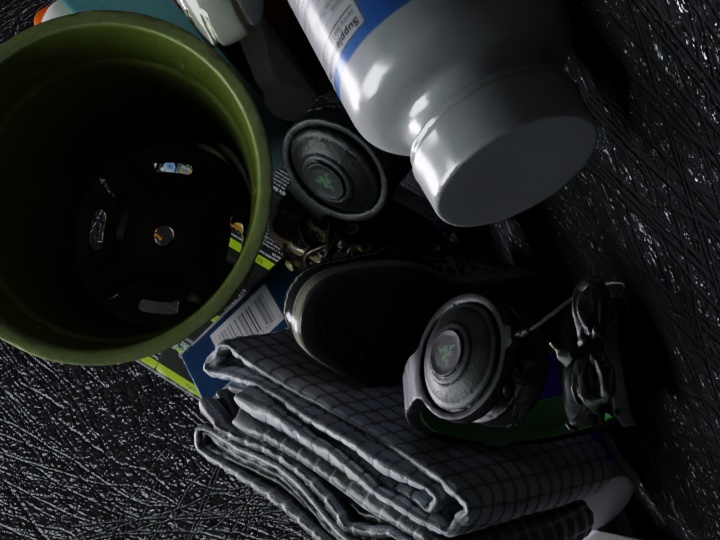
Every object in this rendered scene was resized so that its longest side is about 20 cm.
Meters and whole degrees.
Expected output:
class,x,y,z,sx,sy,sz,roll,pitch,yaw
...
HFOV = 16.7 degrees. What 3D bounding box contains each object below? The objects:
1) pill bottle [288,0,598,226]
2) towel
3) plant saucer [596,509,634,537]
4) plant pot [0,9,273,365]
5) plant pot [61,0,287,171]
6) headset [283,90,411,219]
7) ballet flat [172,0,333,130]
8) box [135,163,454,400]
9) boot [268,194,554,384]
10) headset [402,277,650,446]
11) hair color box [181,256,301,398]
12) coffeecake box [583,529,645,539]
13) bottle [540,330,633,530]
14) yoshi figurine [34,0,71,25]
class,x,y,z,sx,sy,sz,roll,pitch,yaw
pill bottle,0.030,-0.124,1.123,0.201,0.112,0.112,62,173,25
towel,0.020,0.106,1.393,0.200,0.165,0.086,29,112,31
plant saucer,0.137,0.158,1.591,0.200,0.050,0.201,155,90,-85
plant pot,-0.136,-0.034,1.453,0.201,0.199,0.190,64,-177,10
plant pot,-0.075,-0.171,1.537,0.200,0.141,0.141,54,-147,-17
headset,0.004,-0.097,1.331,0.094,0.124,0.200,42,166,-4
ballet flat,-0.063,-0.139,1.402,0.200,0.068,0.073,52,-159,-41
box,-0.064,0.003,1.639,0.199,0.194,0.047,30,-161,15
boot,0.000,0.000,1.427,0.150,0.199,0.074,32,116,40
headset,0.092,0.059,1.239,0.200,0.123,0.094,116,153,-63
hair color box,-0.011,0.087,1.564,0.200,0.100,0.061,42,-170,-37
coffeecake box,0.086,0.218,1.444,0.200,0.153,0.073,5,123,53
bottle,0.092,0.074,1.493,0.200,0.083,0.065,51,150,35
yoshi figurine,-0.162,-0.199,1.643,0.112,0.112,0.201,-19,70,58
